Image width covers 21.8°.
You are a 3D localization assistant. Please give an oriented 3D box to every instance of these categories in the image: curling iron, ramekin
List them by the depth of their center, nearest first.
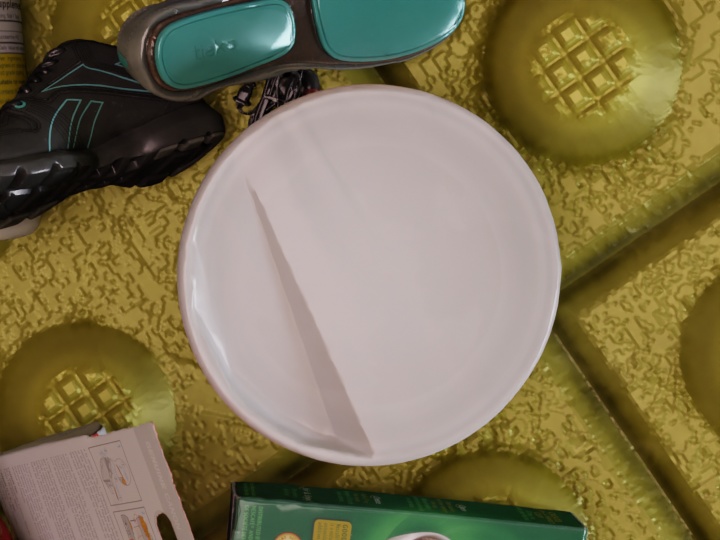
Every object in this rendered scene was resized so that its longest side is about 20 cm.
[{"bbox_3d":[0.000,0.000,1.013,0.201,0.094,0.204,-1,94,-8],"label":"ramekin"},{"bbox_3d":[-0.040,-0.024,1.068,0.049,0.026,0.201,-5,93,2],"label":"curling iron"}]

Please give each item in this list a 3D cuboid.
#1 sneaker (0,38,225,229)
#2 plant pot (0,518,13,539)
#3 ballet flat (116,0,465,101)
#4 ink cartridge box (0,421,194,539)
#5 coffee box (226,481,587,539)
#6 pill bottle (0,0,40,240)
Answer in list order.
[{"bbox_3d":[-0.166,-0.077,1.014,0.075,0.200,0.080,-34,80,41],"label":"sneaker"},{"bbox_3d":[-0.292,0.170,1.042,0.200,0.200,0.183,-26,85,10],"label":"plant pot"},{"bbox_3d":[-0.040,-0.140,1.030,0.199,0.064,0.068,-15,109,-23],"label":"ballet flat"},{"bbox_3d":[-0.121,0.161,1.029,0.200,0.050,0.162,-18,93,51],"label":"ink cartridge box"},{"bbox_3d":[0.021,0.188,1.048,0.199,0.044,0.124,5,96,-7],"label":"coffee box"},{"bbox_3d":[-0.243,-0.115,1.047,0.112,0.112,0.201,-5,94,9],"label":"pill bottle"}]
